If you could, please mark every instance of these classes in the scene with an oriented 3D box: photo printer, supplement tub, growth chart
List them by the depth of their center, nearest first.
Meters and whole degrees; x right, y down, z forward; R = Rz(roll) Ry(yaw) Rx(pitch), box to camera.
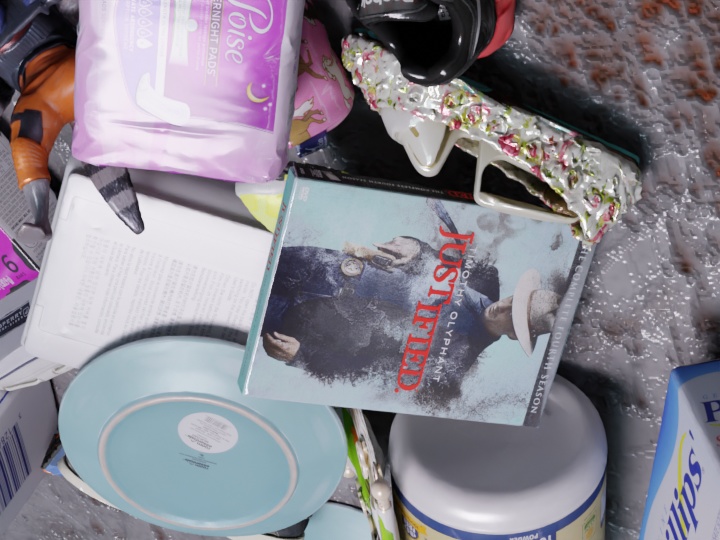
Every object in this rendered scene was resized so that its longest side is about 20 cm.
[{"bbox_3d":[-0.112,0.007,1.157,0.198,0.070,0.167,16,124,-8],"label":"photo printer"},{"bbox_3d":[0.095,0.177,1.182,0.143,0.145,0.201,11,133,19],"label":"supplement tub"},{"bbox_3d":[0.005,0.147,1.194,0.018,0.200,0.146,-12,121,-6],"label":"growth chart"}]

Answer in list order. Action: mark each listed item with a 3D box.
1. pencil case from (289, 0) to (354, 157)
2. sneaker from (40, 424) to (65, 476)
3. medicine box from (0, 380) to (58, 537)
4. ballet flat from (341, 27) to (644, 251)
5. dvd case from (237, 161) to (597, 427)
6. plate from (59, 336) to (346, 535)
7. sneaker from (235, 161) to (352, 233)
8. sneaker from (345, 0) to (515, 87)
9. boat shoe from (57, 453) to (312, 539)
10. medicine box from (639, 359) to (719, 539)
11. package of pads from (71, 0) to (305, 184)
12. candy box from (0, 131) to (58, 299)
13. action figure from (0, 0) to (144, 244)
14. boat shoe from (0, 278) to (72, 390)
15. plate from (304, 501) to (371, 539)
[{"bbox_3d":[-0.080,-0.159,1.013,0.082,0.087,0.201,-20,117,20],"label":"pencil case"},{"bbox_3d":[-0.172,0.108,1.325,0.078,0.076,0.200,27,143,-16],"label":"sneaker"},{"bbox_3d":[-0.365,0.140,1.364,0.198,0.183,0.104,11,133,19],"label":"medicine box"},{"bbox_3d":[0.069,-0.075,1.017,0.199,0.064,0.076,26,175,5],"label":"ballet flat"},{"bbox_3d":[0.036,0.019,1.057,0.198,0.022,0.147,8,112,-20],"label":"dvd case"},{"bbox_3d":[-0.109,0.124,1.183,0.198,0.026,0.201,4,133,4],"label":"plate"},{"bbox_3d":[0.000,0.000,1.078,0.199,0.077,0.075,34,159,-31],"label":"sneaker"},{"bbox_3d":[0.023,-0.185,0.930,0.070,0.098,0.202,-2,126,31],"label":"sneaker"},{"bbox_3d":[-0.126,0.152,1.296,0.198,0.072,0.068,16,104,-19],"label":"boat shoe"},{"bbox_3d":[0.252,0.182,1.044,0.102,0.201,0.183,-8,133,-10],"label":"medicine box"},{"bbox_3d":[-0.088,-0.152,0.925,0.119,0.076,0.202,7,118,-2],"label":"package of pads"},{"bbox_3d":[-0.309,-0.066,1.229,0.136,0.061,0.200,-26,110,43],"label":"candy box"},{"bbox_3d":[-0.211,-0.101,1.064,0.199,0.194,0.105,-35,154,7],"label":"action figure"},{"bbox_3d":[-0.216,0.039,1.279,0.199,0.072,0.066,-31,151,23],"label":"boat shoe"},{"bbox_3d":[-0.010,0.264,1.401,0.198,0.026,0.201,15,133,16],"label":"plate"}]
